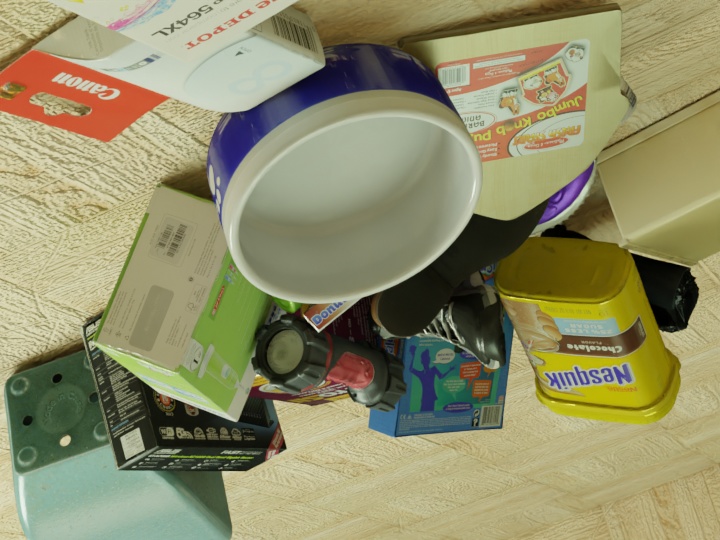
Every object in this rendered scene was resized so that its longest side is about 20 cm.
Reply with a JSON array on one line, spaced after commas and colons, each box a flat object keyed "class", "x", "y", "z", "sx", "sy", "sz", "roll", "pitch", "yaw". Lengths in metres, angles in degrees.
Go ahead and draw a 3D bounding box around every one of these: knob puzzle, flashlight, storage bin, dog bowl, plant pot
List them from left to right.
[{"class": "plant pot", "x": -0.268, "y": 0.183, "z": 1.828, "sx": 0.195, "sy": 0.197, "sz": 0.200, "roll": -19, "pitch": 146, "yaw": 8}, {"class": "flashlight", "x": -0.022, "y": 0.091, "z": 1.628, "sx": 0.068, "sy": 0.068, "sz": 0.200, "roll": -58, "pitch": 147, "yaw": 3}, {"class": "dog bowl", "x": -0.013, "y": -0.071, "z": 1.346, "sx": 0.199, "sy": 0.079, "sz": 0.201, "roll": -14, "pitch": 140, "yaw": -12}, {"class": "knob puzzle", "x": 0.117, "y": -0.123, "z": 1.429, "sx": 0.218, "sy": 0.031, "sz": 0.221, "roll": -9, "pitch": 135, "yaw": -9}, {"class": "storage bin", "x": 0.358, "y": -0.093, "z": 1.721, "sx": 0.199, "sy": 0.094, "sz": 0.198, "roll": -28, "pitch": 159, "yaw": 29}]

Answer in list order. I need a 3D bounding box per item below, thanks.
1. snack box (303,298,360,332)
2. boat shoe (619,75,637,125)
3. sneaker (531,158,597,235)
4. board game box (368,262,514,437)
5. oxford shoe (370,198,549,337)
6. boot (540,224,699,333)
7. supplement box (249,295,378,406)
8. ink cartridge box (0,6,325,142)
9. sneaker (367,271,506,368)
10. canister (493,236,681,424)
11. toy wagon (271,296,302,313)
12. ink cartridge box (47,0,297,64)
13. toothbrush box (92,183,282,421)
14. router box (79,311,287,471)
[{"class": "snack box", "x": 0.000, "y": 0.000, "z": 1.612, "sx": 0.072, "sy": 0.024, "sz": 0.200, "roll": -38, "pitch": -175, "yaw": 17}, {"class": "boat shoe", "x": 0.130, "y": -0.121, "z": 1.496, "sx": 0.199, "sy": 0.070, "sz": 0.071, "roll": -27, "pitch": -156, "yaw": 21}, {"class": "sneaker", "x": 0.120, "y": -0.066, "z": 1.619, "sx": 0.200, "sy": 0.070, "sz": 0.099, "roll": -33, "pitch": 150, "yaw": 29}, {"class": "board game box", "x": 0.087, "y": 0.060, "z": 1.772, "sx": 0.151, "sy": 0.201, "sz": 0.045, "roll": 1, "pitch": -170, "yaw": -41}, {"class": "oxford shoe", "x": 0.082, "y": -0.025, "z": 1.568, "sx": 0.200, "sy": 0.071, "sz": 0.071, "roll": -41, "pitch": -167, "yaw": -8}, {"class": "boot", "x": 0.268, "y": 0.028, "z": 1.884, "sx": 0.167, "sy": 0.077, "sz": 0.200, "roll": 21, "pitch": 162, "yaw": 14}, {"class": "supplement box", "x": -0.057, "y": 0.067, "z": 1.770, "sx": 0.130, "sy": 0.104, "sz": 0.200, "roll": -16, "pitch": 164, "yaw": 29}, {"class": "ink cartridge box", "x": -0.148, "y": -0.133, "z": 1.237, "sx": 0.199, "sy": 0.048, "sz": 0.160, "roll": -29, "pitch": 159, "yaw": 25}, {"class": "sneaker", "x": 0.066, "y": 0.048, "z": 1.613, "sx": 0.115, "sy": 0.076, "sz": 0.200, "roll": -6, "pitch": -170, "yaw": -3}, {"class": "canister", "x": 0.225, "y": 0.059, "z": 1.778, "sx": 0.148, "sy": 0.087, "sz": 0.200, "roll": 5, "pitch": 144, "yaw": 29}, {"class": "toy wagon", "x": -0.006, "y": -0.046, "z": 1.533, "sx": 0.155, "sy": 0.040, "sz": 0.200, "roll": -42, "pitch": 172, "yaw": -27}, {"class": "ink cartridge box", "x": -0.099, "y": -0.208, "z": 0.944, "sx": 0.128, "sy": 0.126, "sz": 0.200, "roll": -25, "pitch": 159, "yaw": 24}, {"class": "toothbrush box", "x": -0.138, "y": 0.032, "z": 1.535, "sx": 0.086, "sy": 0.146, "sz": 0.200, "roll": 18, "pitch": 169, "yaw": 16}, {"class": "router box", "x": -0.173, "y": 0.118, "z": 1.768, "sx": 0.062, "sy": 0.151, "sz": 0.199, "roll": -31, "pitch": 158, "yaw": 30}]
